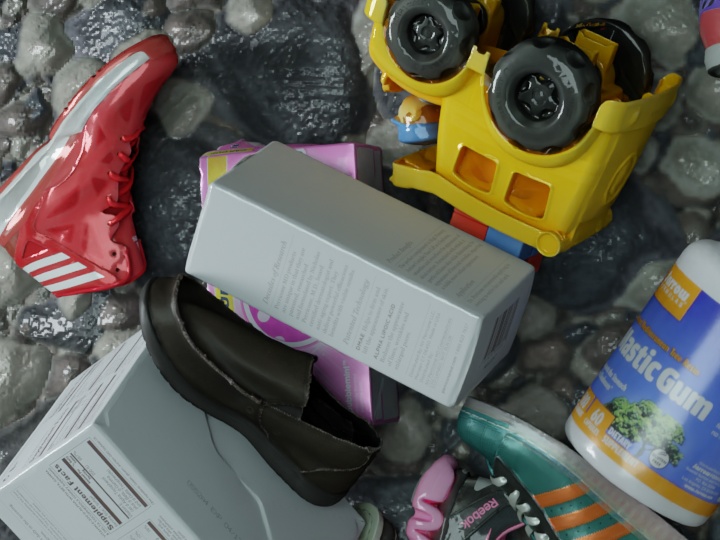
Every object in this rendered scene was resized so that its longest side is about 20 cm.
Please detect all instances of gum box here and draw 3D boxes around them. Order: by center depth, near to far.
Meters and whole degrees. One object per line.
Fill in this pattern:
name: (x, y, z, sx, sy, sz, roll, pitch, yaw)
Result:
gum box: (-0.042, 0.007, 1.681, 0.112, 0.066, 0.202, -4, 88, 17)

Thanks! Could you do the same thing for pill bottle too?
pill bottle: (0.227, 0.052, 1.570, 0.112, 0.112, 0.201, 36, 100, 15)

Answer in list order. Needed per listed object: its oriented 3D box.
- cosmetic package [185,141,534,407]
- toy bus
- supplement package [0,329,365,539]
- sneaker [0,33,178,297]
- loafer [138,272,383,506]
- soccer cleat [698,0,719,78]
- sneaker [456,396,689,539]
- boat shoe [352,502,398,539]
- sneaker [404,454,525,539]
cosmetic package: (0.000, 0.000, 1.576, 0.199, 0.102, 0.075, 26, 117, 16)
toy bus: (0.085, -0.087, 1.621, 0.199, 0.136, 0.193, 28, 114, 18)
supplement package: (-0.117, 0.156, 1.603, 0.111, 0.156, 0.200, -33, 103, 29)
sneaker: (-0.168, -0.063, 1.730, 0.116, 0.078, 0.200, 45, 115, 5)
loafer: (-0.060, 0.066, 1.590, 0.071, 0.073, 0.200, -34, 117, 28)
soccer cleat: (0.311, -0.175, 1.570, 0.198, 0.068, 0.074, -12, 82, 20)
sneaker: (0.133, 0.163, 1.596, 0.199, 0.071, 0.080, 37, 88, -3)
boat shoe: (-0.024, 0.257, 1.679, 0.072, 0.060, 0.202, 20, 81, 60)
sneaker: (0.065, 0.229, 1.649, 0.095, 0.079, 0.202, 14, 95, 6)
